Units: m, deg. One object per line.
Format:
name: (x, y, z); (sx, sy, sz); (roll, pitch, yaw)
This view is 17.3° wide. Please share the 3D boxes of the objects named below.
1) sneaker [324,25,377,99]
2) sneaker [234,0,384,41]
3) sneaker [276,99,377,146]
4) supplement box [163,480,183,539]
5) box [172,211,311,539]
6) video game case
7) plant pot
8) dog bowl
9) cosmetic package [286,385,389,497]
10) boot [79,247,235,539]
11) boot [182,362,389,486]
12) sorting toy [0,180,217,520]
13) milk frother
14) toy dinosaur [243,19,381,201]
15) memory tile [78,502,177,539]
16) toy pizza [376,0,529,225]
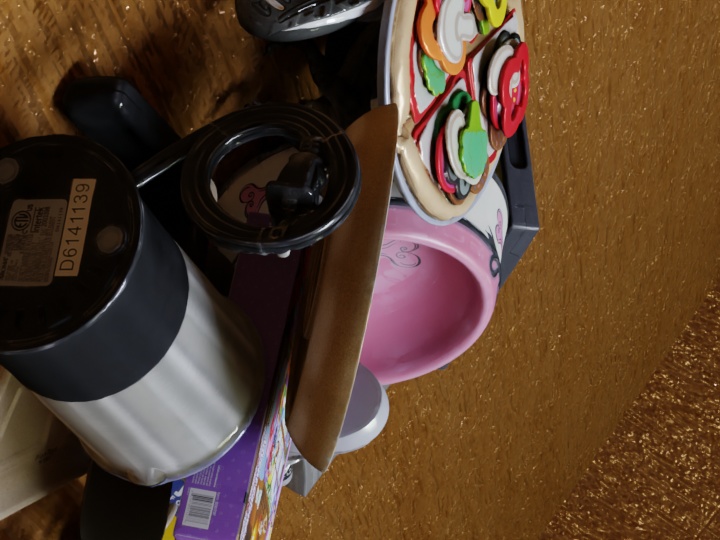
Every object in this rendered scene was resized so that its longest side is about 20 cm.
sneaker: (0.048, -0.175, 1.537); (0.201, 0.071, 0.098); (-52, 162, -21)
sneaker: (-0.009, -0.168, 1.381); (0.200, 0.074, 0.080); (-37, 160, -51)
sneaker: (0.015, -0.081, 1.595); (0.200, 0.087, 0.075); (-37, 153, -54)
supplement box: (-0.154, 0.252, 1.648); (0.200, 0.109, 0.110); (-53, -177, -15)
box: (-0.063, 0.086, 1.363); (0.137, 0.039, 0.201); (88, 12, -64)
video game case: (0.073, -0.056, 1.663); (0.200, 0.025, 0.182); (121, -30, -55)
plant pot: (-0.013, 0.007, 1.266); (0.200, 0.027, 0.202); (-169, -90, -85)
dog bowl: (0.000, 0.000, 1.503); (0.201, 0.198, 0.074); (104, -16, -50)
cosmetic package: (-0.017, 0.059, 1.778); (0.201, 0.090, 0.107); (-55, 168, -17)
boot: (-0.126, 0.072, 1.424); (0.076, 0.073, 0.201); (-110, -142, -73)
boot: (-0.056, 0.101, 1.506); (0.074, 0.199, 0.096); (-64, 142, -29)
sorting toy: (-0.168, 0.042, 1.392); (0.185, 0.036, 0.201); (-27, 142, -61)
milk frother: (-0.085, 0.008, 1.214); (0.182, 0.199, 0.188); (-65, 154, -16)
toy dinosaur: (-0.023, -0.100, 1.423); (0.047, 0.088, 0.201); (-45, -153, 55)
memory tile: (-0.187, 0.210, 1.539); (0.154, 0.017, 0.200); (-52, -172, -18)
toy pizza: (0.063, -0.126, 1.398); (0.200, 0.031, 0.202); (6, 90, -66)
